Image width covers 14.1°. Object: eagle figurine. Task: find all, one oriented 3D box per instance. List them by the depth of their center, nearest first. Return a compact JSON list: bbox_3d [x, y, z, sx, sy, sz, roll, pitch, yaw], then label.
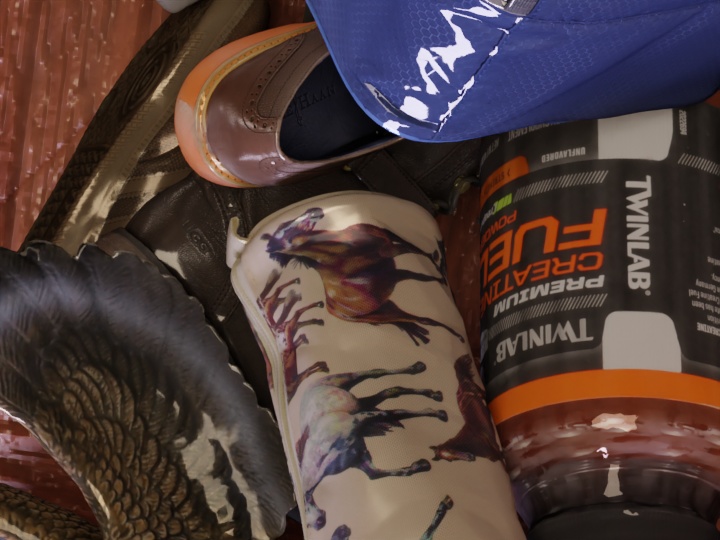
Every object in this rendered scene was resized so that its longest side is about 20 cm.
[{"bbox_3d":[-0.093,0.101,1.090,0.152,0.151,0.200,-33,68,-7],"label":"eagle figurine"}]

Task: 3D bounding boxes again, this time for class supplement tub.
[{"bbox_3d":[0.098,0.026,1.102,0.107,0.107,0.200,-3,66,7],"label":"supplement tub"}]

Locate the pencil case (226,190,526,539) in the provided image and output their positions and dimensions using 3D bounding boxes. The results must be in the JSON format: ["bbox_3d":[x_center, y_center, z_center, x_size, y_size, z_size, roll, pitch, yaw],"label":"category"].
[{"bbox_3d":[0.007,0.069,1.052,0.089,0.078,0.200,-3,65,-24],"label":"pencil case"}]

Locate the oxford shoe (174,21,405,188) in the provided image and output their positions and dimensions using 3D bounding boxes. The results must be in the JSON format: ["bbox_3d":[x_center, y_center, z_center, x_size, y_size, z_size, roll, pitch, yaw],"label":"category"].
[{"bbox_3d":[0.030,-0.083,1.099,0.200,0.073,0.071,-32,112,-24],"label":"oxford shoe"}]

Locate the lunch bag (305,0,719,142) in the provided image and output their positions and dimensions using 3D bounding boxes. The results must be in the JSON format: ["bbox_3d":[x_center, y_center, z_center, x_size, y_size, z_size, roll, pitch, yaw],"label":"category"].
[{"bbox_3d":[0.084,-0.141,1.034,0.200,0.132,0.136,-12,64,-34],"label":"lunch bag"}]

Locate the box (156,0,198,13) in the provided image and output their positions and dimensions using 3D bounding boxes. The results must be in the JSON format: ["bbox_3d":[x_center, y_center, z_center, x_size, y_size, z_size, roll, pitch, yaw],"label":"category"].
[{"bbox_3d":[-0.044,-0.242,1.121,0.200,0.131,0.199,-27,70,5],"label":"box"}]

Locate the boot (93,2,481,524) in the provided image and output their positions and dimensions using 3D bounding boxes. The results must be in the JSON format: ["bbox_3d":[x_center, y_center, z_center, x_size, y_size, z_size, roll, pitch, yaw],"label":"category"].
[{"bbox_3d":[0.000,0.000,1.157,0.174,0.069,0.200,-44,114,-15],"label":"boot"}]

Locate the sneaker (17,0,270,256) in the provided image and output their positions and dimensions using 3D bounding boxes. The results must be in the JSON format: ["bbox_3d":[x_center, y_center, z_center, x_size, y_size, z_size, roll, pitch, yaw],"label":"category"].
[{"bbox_3d":[-0.082,-0.025,1.186,0.076,0.070,0.200,32,91,-19],"label":"sneaker"}]
